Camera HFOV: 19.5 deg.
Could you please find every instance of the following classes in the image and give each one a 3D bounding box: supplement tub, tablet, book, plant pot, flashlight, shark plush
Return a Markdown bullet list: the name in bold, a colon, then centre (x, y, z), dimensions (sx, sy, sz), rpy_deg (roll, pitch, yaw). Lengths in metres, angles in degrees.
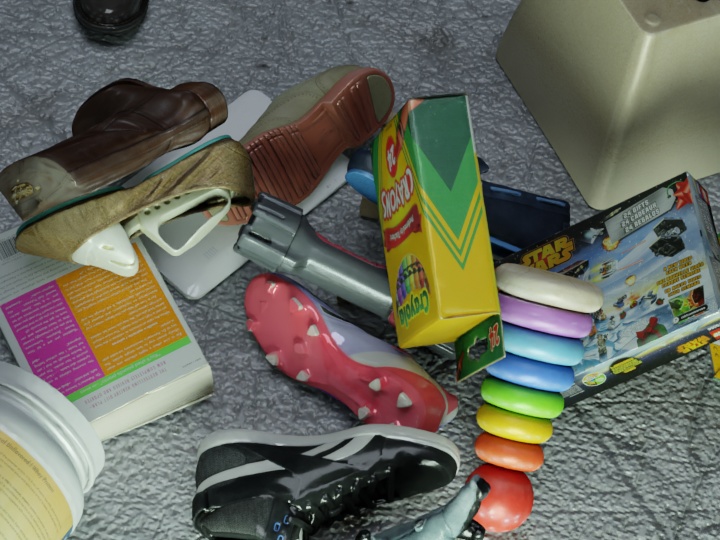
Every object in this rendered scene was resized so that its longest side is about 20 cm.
- **supplement tub**: centre (-0.288, 0.176, 1.495), dimensions (0.145, 0.145, 0.200), rpy_deg (28, 56, 15)
- **tablet**: centre (-0.115, -0.068, 1.773), dimensions (0.130, 0.014, 0.200), rpy_deg (38, 59, 21)
- **book**: centre (-0.218, 0.037, 1.665), dimensions (0.133, 0.048, 0.200), rpy_deg (-23, 59, -12)
- **plant pot**: centre (0.256, -0.204, 1.805), dimensions (0.199, 0.177, 0.200), rpy_deg (-18, 58, -17)
- **flashlight**: centre (0.000, 0.000, 1.667), dimensions (0.200, 0.068, 0.068), rpy_deg (27, 73, -6)
- **shark plush**: centre (0.025, 0.208, 1.486), dimensions (0.083, 0.200, 0.091), rpy_deg (21, 59, -29)

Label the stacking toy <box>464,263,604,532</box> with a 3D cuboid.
- **stacking toy**: centre (0.121, 0.099, 1.588), dimensions (0.085, 0.085, 0.200), rpy_deg (14, 95, 5)

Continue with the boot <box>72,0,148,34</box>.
- **boot**: centre (-0.217, -0.330, 1.856), dimensions (0.069, 0.174, 0.200), rpy_deg (5, 53, -1)

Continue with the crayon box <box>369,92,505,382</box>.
- **crayon box**: centre (0.057, -0.020, 1.584), dimensions (0.051, 0.127, 0.200), rpy_deg (-6, 79, -15)

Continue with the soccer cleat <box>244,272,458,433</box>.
- **soccer cleat**: centre (-0.010, 0.068, 1.661), dimensions (0.200, 0.067, 0.076), rpy_deg (36, 22, 29)

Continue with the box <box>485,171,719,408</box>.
- **box**: centre (0.190, 0.024, 1.645), dimensions (0.200, 0.040, 0.137), rpy_deg (-26, 50, 25)

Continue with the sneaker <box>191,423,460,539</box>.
- **sneaker**: centre (-0.026, 0.179, 1.561), dimensions (0.200, 0.073, 0.112), rpy_deg (-1, 49, 6)

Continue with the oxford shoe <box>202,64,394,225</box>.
- **oxford shoe**: centre (-0.063, -0.106, 1.770), dimensions (0.200, 0.071, 0.074), rpy_deg (-35, 33, -22)

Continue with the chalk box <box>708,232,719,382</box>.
- **chalk box**: centre (0.383, 0.016, 1.658), dimensions (0.200, 0.125, 0.124), rpy_deg (-16, 14, -15)

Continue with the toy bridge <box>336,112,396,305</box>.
- **toy bridge**: centre (0.033, -0.052, 1.765), dimensions (0.067, 0.027, 0.200), rpy_deg (14, 54, 2)

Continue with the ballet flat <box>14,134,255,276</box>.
- **ballet flat**: centre (-0.171, -0.039, 1.662), dimensions (0.200, 0.068, 0.072), rpy_deg (-24, 74, -16)

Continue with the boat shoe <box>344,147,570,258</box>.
- **boat shoe**: centre (0.080, -0.064, 1.722), dimensions (0.200, 0.084, 0.069), rpy_deg (23, 81, -25)

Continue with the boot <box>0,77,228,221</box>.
- **boot**: centre (-0.230, -0.092, 1.673), dimensions (0.200, 0.186, 0.064), rpy_deg (-35, 108, -42)
